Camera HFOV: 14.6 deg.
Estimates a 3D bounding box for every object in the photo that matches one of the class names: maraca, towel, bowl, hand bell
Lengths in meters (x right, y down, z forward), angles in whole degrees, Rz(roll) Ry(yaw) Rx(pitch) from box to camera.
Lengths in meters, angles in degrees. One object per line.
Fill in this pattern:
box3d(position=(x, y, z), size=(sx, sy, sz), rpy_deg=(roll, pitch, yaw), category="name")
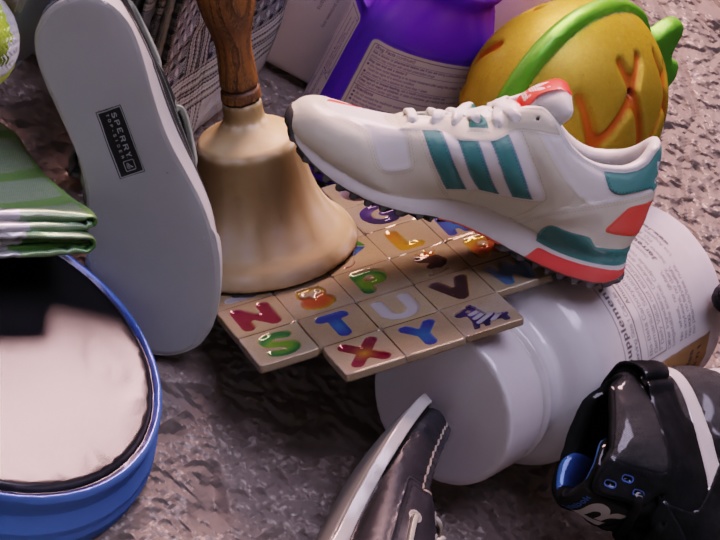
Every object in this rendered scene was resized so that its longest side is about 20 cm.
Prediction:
box3d(position=(0.125, -0.093, 1.592), size=(0.107, 0.137, 0.200), rpy_deg=(38, 21, 23), category="maraca")
box3d(position=(-0.079, -0.150, 1.549), size=(0.034, 0.193, 0.200), rpy_deg=(32, 36, 13), category="towel")
box3d(position=(-0.188, 0.049, 1.374), size=(0.200, 0.039, 0.201), rpy_deg=(19, 39, -17), category="bowl")
box3d(position=(-0.065, -0.100, 1.475), size=(0.104, 0.201, 0.104), rpy_deg=(-7, 28, 4), category="hand bell")
box3d(position=(-0.246, -0.047, 1.396), size=(0.199, 0.031, 0.149), rpy_deg=(-3, 28, -31), category="towel")

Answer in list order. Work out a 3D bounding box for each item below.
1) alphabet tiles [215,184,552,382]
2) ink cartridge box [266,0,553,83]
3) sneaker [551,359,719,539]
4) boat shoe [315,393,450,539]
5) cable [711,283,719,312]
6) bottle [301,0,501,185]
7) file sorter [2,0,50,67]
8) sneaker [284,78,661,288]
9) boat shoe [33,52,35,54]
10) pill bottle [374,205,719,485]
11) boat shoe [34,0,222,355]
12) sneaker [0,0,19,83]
box3d(position=(0.000, 0.000, 1.493), size=(0.166, 0.006, 0.200), rpy_deg=(-17, 30, -16), category="alphabet tiles")
box3d(position=(0.045, -0.182, 1.710), size=(0.200, 0.145, 0.147), rpy_deg=(28, 36, -7), category="ink cartridge box")
box3d(position=(0.149, 0.145, 1.444), size=(0.112, 0.073, 0.201), rpy_deg=(8, 70, -32), category="sneaker")
box3d(position=(0.008, 0.140, 1.386), size=(0.060, 0.074, 0.200), rpy_deg=(32, 40, 0), category="boat shoe")
box3d(position=(0.235, 0.106, 1.558), size=(0.163, 0.051, 0.201), rpy_deg=(29, 49, -69), category="cable")
box3d(position=(0.032, -0.134, 1.601), size=(0.083, 0.200, 0.065), rpy_deg=(11, 37, -24), category="bottle")
box3d(position=(-0.160, -0.220, 1.485), size=(0.125, 0.139, 0.200), rpy_deg=(46, 65, 2), category="file sorter")
box3d(position=(0.062, -0.068, 1.453), size=(0.199, 0.094, 0.070), rpy_deg=(22, 19, -10), category="sneaker")
box3d(position=(-0.193, -0.162, 1.575), size=(0.201, 0.074, 0.063), rpy_deg=(5, 53, -25), category="boat shoe")
box3d(position=(0.101, 0.041, 1.527), size=(0.114, 0.114, 0.200), rpy_deg=(45, 39, 16), category="pill bottle")
box3d(position=(-0.113, -0.056, 1.451), size=(0.070, 0.201, 0.064), rpy_deg=(-10, 19, 9), category="boat shoe")
box3d(position=(-0.269, -0.087, 1.389), size=(0.199, 0.105, 0.076), rpy_deg=(-12, 85, -23), category="sneaker")
